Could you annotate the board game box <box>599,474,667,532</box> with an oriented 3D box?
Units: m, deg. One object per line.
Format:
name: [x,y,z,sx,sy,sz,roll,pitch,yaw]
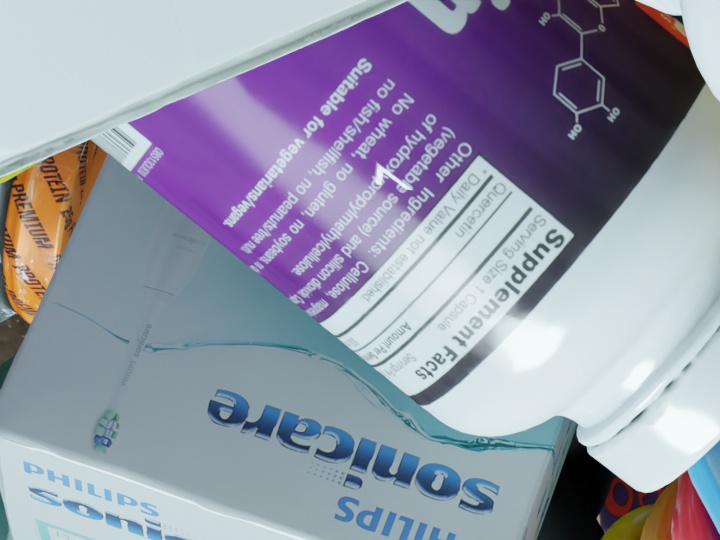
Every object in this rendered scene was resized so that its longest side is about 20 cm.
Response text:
board game box: [0.189,0.064,0.908,0.200,0.032,0.120,-7,173,44]

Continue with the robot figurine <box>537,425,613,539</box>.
robot figurine: [0.003,0.046,0.907,0.150,0.200,0.125,6,130,-47]

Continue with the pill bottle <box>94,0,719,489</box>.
pill bottle: [0.016,-0.038,0.691,0.200,0.113,0.112,39,152,-4]

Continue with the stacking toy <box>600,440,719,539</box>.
stacking toy: [0.085,0.115,0.803,0.200,0.116,0.110,-36,76,37]

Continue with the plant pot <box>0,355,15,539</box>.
plant pot: [-0.087,0.109,1.100,0.201,0.201,0.161,38,161,-30]

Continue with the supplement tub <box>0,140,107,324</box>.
supplement tub: [-0.170,-0.052,0.926,0.200,0.123,0.123,17,153,11]

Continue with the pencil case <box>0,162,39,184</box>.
pencil case: [-0.161,-0.041,0.819,0.200,0.088,0.088,-26,137,11]

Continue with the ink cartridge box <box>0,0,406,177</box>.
ink cartridge box: [-0.081,-0.137,0.533,0.200,0.146,0.147,-123,13,-46]

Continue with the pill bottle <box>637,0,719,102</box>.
pill bottle: [0.141,-0.060,0.543,0.200,0.113,0.113,26,159,33]

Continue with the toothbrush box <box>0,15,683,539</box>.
toothbrush box: [0.000,0.000,0.805,0.146,0.200,0.085,17,153,8]
